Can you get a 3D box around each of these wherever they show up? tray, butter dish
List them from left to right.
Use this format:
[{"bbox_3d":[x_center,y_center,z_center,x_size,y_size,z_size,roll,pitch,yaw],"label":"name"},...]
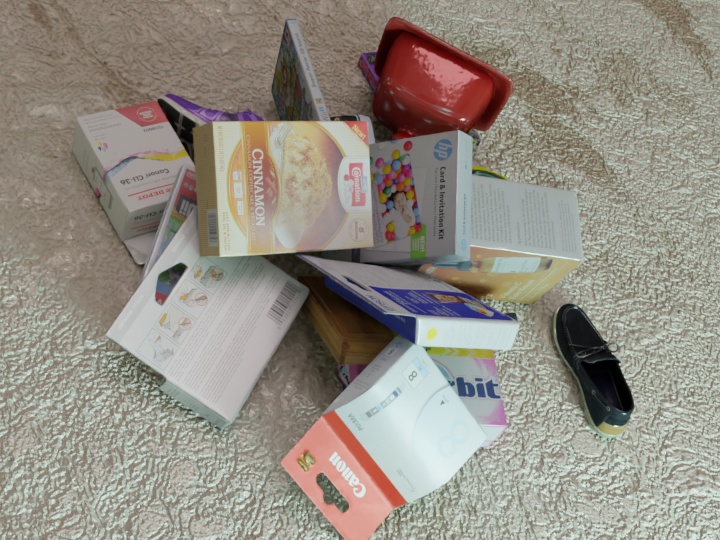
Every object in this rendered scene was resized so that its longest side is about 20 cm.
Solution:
[{"bbox_3d":[-0.006,0.057,1.298,0.098,0.037,0.200,3,18,-20],"label":"tray"},{"bbox_3d":[0.090,-0.231,1.510,0.199,0.200,0.148,29,75,0],"label":"butter dish"}]

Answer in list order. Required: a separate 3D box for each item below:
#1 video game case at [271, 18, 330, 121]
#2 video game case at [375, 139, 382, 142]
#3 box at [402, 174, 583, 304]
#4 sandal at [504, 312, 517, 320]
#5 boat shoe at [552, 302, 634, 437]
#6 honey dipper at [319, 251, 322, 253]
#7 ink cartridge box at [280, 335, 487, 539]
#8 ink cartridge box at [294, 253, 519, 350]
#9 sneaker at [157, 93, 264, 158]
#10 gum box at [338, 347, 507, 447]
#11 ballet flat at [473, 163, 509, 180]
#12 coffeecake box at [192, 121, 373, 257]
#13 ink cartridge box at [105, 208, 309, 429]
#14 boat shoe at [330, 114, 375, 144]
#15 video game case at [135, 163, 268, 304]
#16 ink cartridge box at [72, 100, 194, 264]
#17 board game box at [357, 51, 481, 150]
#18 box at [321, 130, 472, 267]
[{"bbox_3d":[-0.081,-0.216,1.437,0.018,0.143,0.201,-7,59,-19],"label":"video game case"},{"bbox_3d":[-0.028,-0.131,1.503,0.199,0.023,0.182,22,52,-6],"label":"video game case"},{"bbox_3d":[0.171,-0.040,1.426,0.199,0.152,0.107,7,64,-16],"label":"box"},{"bbox_3d":[0.115,0.069,1.385,0.200,0.076,0.043,-4,78,-36],"label":"sandal"},{"bbox_3d":[0.316,0.124,1.432,0.074,0.062,0.201,-2,56,-20],"label":"boat shoe"},{"bbox_3d":[0.000,0.000,1.415,0.200,0.038,0.038,42,52,6],"label":"honey dipper"},{"bbox_3d":[0.030,0.197,1.191,0.200,0.047,0.160,-45,116,-20],"label":"ink cartridge box"},{"bbox_3d":[0.048,0.038,1.240,0.199,0.047,0.198,4,17,-35],"label":"ink cartridge box"},{"bbox_3d":[-0.181,-0.187,1.441,0.199,0.081,0.084,25,55,-2],"label":"sneaker"},{"bbox_3d":[0.070,0.151,1.313,0.199,0.066,0.114,5,56,-18],"label":"gum box"},{"bbox_3d":[0.136,-0.133,1.536,0.199,0.067,0.067,5,40,-29],"label":"ballet flat"},{"bbox_3d":[-0.090,-0.098,1.266,0.199,0.073,0.154,-5,93,-28],"label":"coffeecake box"},{"bbox_3d":[-0.180,0.055,1.257,0.176,0.045,0.200,36,60,-10],"label":"ink cartridge box"},{"bbox_3d":[-0.020,-0.132,1.454,0.091,0.071,0.201,-1,51,-17],"label":"boat shoe"},{"bbox_3d":[-0.186,-0.017,1.314,0.143,0.017,0.201,25,64,-21],"label":"video game case"},{"bbox_3d":[-0.274,-0.114,1.365,0.116,0.068,0.200,-19,66,-32],"label":"ink cartridge box"},{"bbox_3d":[0.090,-0.260,1.639,0.120,0.032,0.200,-16,64,-25],"label":"board game box"},{"bbox_3d":[0.044,-0.084,1.340,0.041,0.199,0.157,17,73,-55],"label":"box"}]
